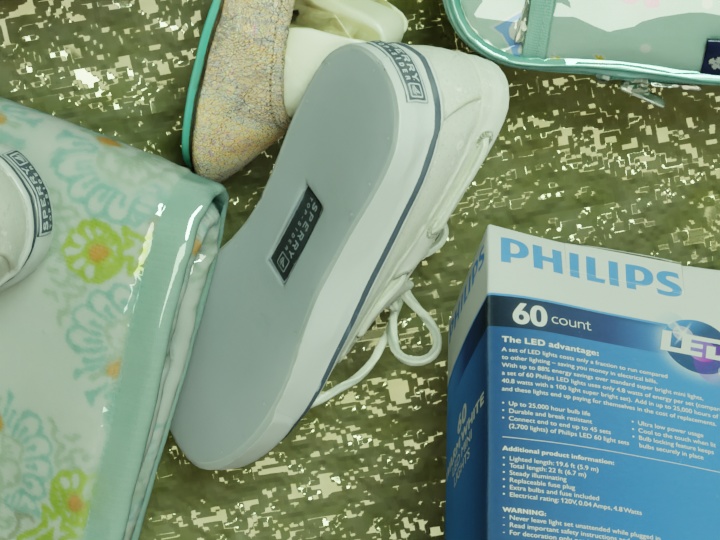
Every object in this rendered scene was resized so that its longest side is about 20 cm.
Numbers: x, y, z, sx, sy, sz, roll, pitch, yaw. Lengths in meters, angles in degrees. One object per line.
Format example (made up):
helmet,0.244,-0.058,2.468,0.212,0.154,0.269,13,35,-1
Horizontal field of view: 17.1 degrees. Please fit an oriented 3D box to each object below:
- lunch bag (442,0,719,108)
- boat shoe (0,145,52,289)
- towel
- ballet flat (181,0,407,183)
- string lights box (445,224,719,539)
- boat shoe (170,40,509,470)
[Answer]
lunch bag,0.103,-0.158,0.827,0.160,0.077,0.201,4,106,0
boat shoe,-0.205,0.018,0.819,0.202,0.086,0.075,-21,93,20
towel,-0.150,0.033,0.881,0.171,0.048,0.200,20,105,11
ballet flat,-0.013,-0.109,0.832,0.067,0.068,0.200,21,119,12
string lights box,0.083,0.084,0.788,0.103,0.200,0.059,10,138,-8
boat shoe,-0.002,-0.004,0.874,0.086,0.075,0.202,-4,137,-37
